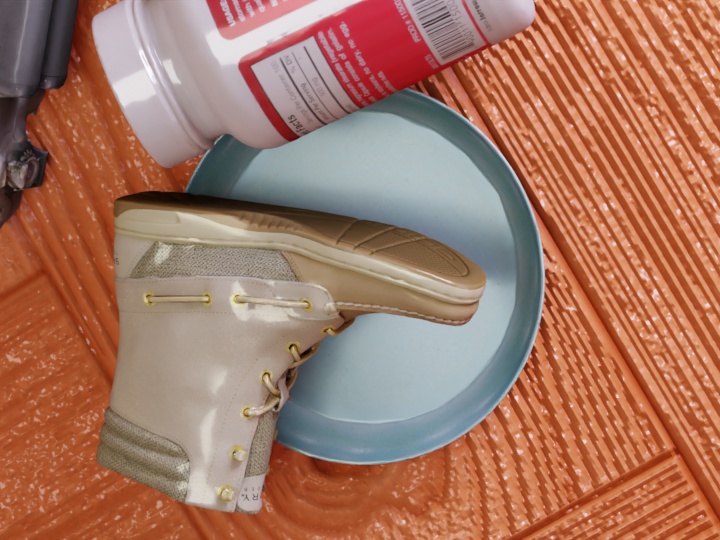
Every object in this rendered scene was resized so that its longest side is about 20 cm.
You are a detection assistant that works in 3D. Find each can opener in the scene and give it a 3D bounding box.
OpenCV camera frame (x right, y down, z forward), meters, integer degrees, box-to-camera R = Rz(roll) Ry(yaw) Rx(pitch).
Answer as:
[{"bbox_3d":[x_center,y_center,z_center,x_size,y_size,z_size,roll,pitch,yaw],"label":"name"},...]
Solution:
[{"bbox_3d":[-0.189,-0.116,1.441,0.067,0.053,0.200,19,110,21],"label":"can opener"}]

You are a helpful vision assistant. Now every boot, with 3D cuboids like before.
[{"bbox_3d":[-0.038,0.048,1.394,0.200,0.072,0.155,10,100,19],"label":"boot"}]

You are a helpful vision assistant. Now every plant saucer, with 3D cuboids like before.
[{"bbox_3d":[0.000,0.000,1.426,0.200,0.027,0.200,2,98,16],"label":"plant saucer"}]

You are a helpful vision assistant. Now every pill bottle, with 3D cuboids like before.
[{"bbox_3d":[-0.025,-0.129,1.356,0.200,0.112,0.112,-25,91,9],"label":"pill bottle"}]
